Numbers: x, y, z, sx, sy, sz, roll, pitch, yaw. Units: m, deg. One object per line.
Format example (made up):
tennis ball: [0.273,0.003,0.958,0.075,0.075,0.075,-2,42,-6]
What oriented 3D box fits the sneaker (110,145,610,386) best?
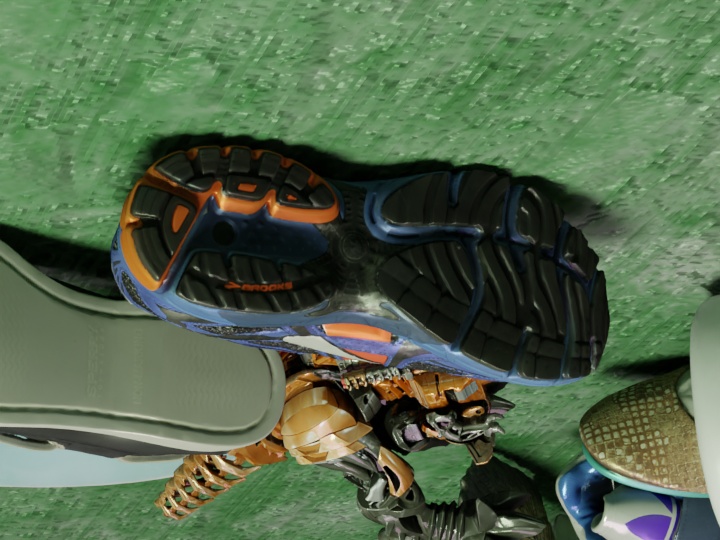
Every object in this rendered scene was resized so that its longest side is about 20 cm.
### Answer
sneaker: [0.000,0.000,1.012,0.199,0.076,0.078,14,164,-22]

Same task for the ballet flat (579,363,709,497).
ballet flat: [0.192,0.063,1.232,0.199,0.071,0.065,3,132,-25]

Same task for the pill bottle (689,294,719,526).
pill bottle: [0.238,0.049,1.106,0.199,0.112,0.111,-11,159,18]

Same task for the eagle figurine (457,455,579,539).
eagle figurine: [0.095,0.175,1.371,0.151,0.152,0.200,1,159,-14]

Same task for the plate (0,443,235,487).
plate: [-0.128,0.054,1.190,0.199,0.026,0.200,-4,160,-1]

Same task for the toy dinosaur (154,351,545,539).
toy dinosaur: [0.004,0.049,1.126,0.199,0.103,0.136,-8,148,38]

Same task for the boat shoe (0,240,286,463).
boat shoe: [-0.126,0.030,1.047,0.199,0.074,0.060,12,160,-29]

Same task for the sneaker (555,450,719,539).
sneaker: [0.176,0.132,1.266,0.146,0.081,0.200,4,-163,-36]
